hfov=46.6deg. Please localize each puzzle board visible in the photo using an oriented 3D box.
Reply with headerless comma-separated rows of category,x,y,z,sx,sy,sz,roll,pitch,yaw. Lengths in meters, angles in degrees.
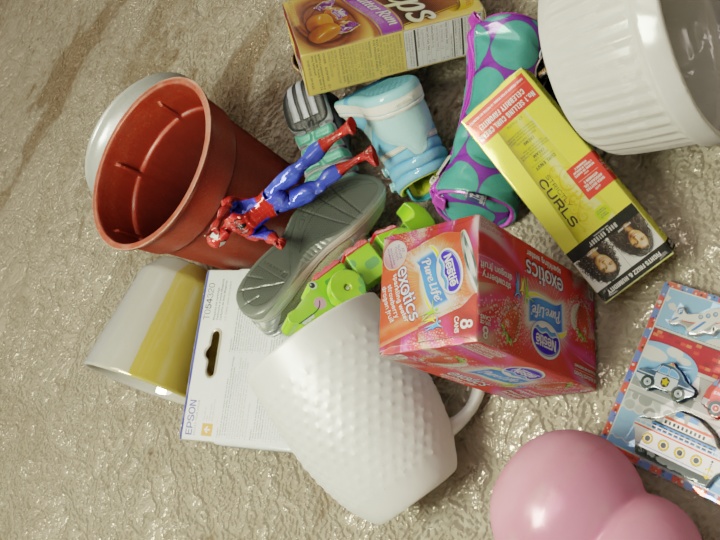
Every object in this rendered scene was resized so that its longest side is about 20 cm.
puzzle board,0.295,0.105,0.636,0.199,0.017,0.152,22,88,43

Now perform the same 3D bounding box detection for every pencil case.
pencil case,0.129,-0.147,0.823,0.085,0.092,0.202,139,146,-76

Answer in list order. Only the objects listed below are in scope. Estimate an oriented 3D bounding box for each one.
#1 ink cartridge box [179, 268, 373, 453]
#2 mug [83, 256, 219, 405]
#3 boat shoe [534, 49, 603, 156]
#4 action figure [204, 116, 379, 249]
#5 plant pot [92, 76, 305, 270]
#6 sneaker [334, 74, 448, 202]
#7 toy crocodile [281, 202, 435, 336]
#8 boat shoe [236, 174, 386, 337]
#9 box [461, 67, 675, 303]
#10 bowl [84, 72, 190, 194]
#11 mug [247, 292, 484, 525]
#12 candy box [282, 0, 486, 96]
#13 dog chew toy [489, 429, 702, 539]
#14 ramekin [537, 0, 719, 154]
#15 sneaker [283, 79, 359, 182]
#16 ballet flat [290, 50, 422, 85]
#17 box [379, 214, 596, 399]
ink cartridge box,-0.090,0.097,0.912,0.198,0.043,0.198,0,73,24
mug,-0.217,0.076,1.014,0.149,0.185,0.154,127,163,-72
boat shoe,0.204,-0.183,0.785,0.072,0.072,0.202,-1,72,39
action figure,-0.079,-0.066,0.834,0.199,0.065,0.099,-30,26,18
plant pot,-0.172,-0.091,0.979,0.200,0.195,0.203,-16,64,35
sneaker,0.036,-0.140,0.910,0.079,0.131,0.200,-26,16,-2
toy crocodile,0.000,0.000,0.836,0.199,0.068,0.062,-36,80,-22
boat shoe,-0.045,-0.018,0.882,0.074,0.065,0.202,30,73,35
box,0.178,-0.075,0.720,0.075,0.050,0.201,-39,82,21
bowl,-0.250,-0.147,1.090,0.090,0.201,0.202,35,97,23
mug,0.024,0.120,0.775,0.199,0.148,0.176,-33,79,-11
candy box,0.024,-0.265,0.904,0.198,0.057,0.117,-15,47,-4
dog chew toy,0.193,0.209,0.617,0.200,0.124,0.125,35,97,34
ramekin,0.229,-0.190,0.684,0.104,0.199,0.202,-13,65,40
sneaker,-0.025,-0.120,0.966,0.074,0.087,0.202,-13,89,26
ballet flat,-0.006,-0.255,0.992,0.199,0.067,0.069,-3,70,39
box,0.111,0.039,0.690,0.095,0.199,0.101,-12,66,38
